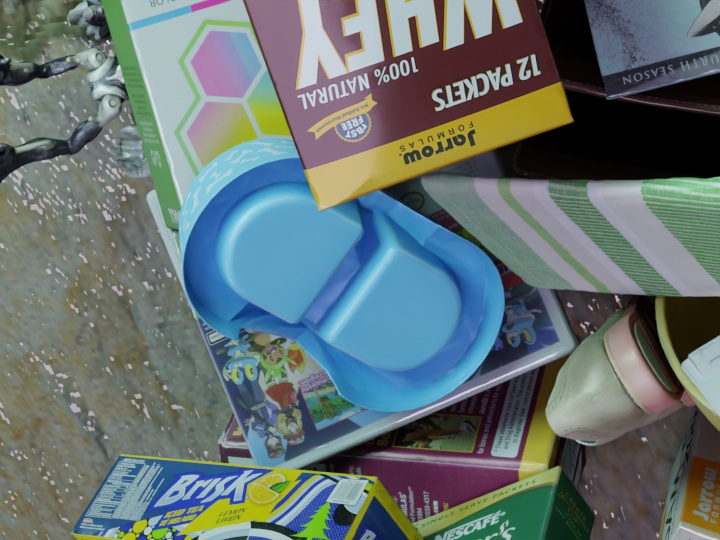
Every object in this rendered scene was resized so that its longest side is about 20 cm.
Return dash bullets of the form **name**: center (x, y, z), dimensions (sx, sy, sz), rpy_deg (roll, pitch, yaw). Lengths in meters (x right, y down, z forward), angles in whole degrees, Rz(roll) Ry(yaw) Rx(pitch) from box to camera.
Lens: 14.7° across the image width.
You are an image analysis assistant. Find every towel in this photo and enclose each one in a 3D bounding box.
- **towel**: center (0.152, -0.020, 1.462), dimensions (0.199, 0.024, 0.152), rpy_deg (3, 161, 29)

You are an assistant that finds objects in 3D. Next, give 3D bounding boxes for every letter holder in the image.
- **letter holder**: center (0.187, -0.105, 1.487), dimensions (0.199, 0.142, 0.101), rpy_deg (8, 126, 9)

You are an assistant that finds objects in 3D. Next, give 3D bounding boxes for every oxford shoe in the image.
- **oxford shoe**: center (0.144, 0.060, 1.589), dimensions (0.074, 0.200, 0.071), rpy_deg (-32, 81, 12)

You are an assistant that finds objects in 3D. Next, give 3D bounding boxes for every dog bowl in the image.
- **dog bowl**: center (-0.014, -0.002, 1.515), dimensions (0.200, 0.050, 0.112), rpy_deg (28, 105, -32)

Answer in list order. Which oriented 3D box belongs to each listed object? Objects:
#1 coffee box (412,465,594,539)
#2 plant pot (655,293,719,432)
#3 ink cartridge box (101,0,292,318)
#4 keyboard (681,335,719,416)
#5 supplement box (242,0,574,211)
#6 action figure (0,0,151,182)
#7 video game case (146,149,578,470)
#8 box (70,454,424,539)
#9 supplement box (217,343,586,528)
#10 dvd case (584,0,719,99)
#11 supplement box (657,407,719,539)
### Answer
- **coffee box**: center (0.055, 0.200, 1.538), dimensions (0.123, 0.200, 0.044), rpy_deg (-24, 115, 29)
- **plant pot**: center (0.276, 0.049, 1.559), dimensions (0.199, 0.201, 0.142), rpy_deg (-4, 143, 17)
- **ink cartridge box**: center (-0.066, -0.080, 1.537), dimensions (0.103, 0.059, 0.201), rpy_deg (-18, 99, -15)
- **keyboard**: center (0.268, 0.016, 1.490), dimensions (0.199, 0.056, 0.011), rpy_deg (-32, 146, -5)
- **supplement box**: center (0.002, -0.168, 1.386), dimensions (0.132, 0.197, 0.201), rpy_deg (-19, 109, 1)
- **action figure**: center (-0.136, -0.110, 1.596), dimensions (0.199, 0.102, 0.119), rpy_deg (-16, 94, -19)
- **video game case**: center (0.000, 0.000, 1.602), dimensions (0.199, 0.023, 0.183), rpy_deg (-24, 85, 10)
- **box**: center (-0.064, 0.155, 1.597), dimensions (0.199, 0.064, 0.070), rpy_deg (2, 141, 40)
- **supplement box**: center (0.029, 0.111, 1.687), dimensions (0.199, 0.131, 0.104), rpy_deg (4, 126, 13)
- **dvd case**: center (0.173, -0.201, 1.432), dimensions (0.145, 0.022, 0.201), rpy_deg (-13, 91, 15)
- **supplement box**: center (0.278, 0.168, 1.664), dimensions (0.199, 0.126, 0.074), rpy_deg (18, 128, 1)
